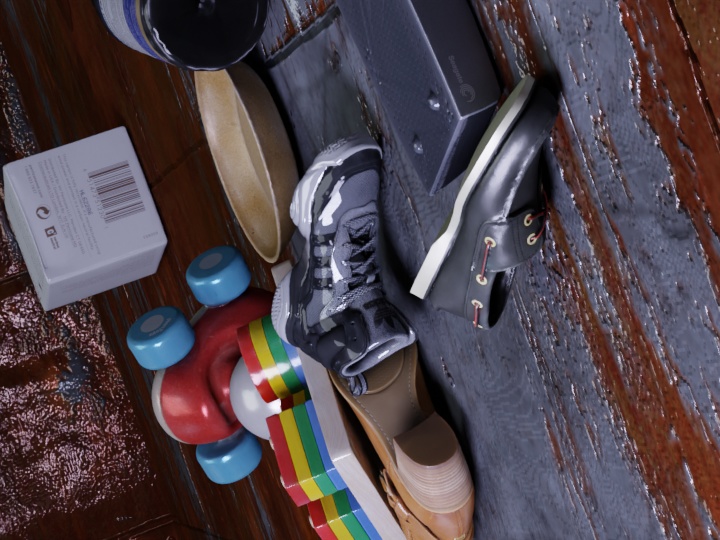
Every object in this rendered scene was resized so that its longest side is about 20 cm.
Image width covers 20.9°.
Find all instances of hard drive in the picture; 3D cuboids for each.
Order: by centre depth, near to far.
[{"bbox_3d":[0.027,-0.161,1.231,0.135,0.042,0.201,109,139,-68],"label":"hard drive"}]

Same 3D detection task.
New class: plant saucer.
[{"bbox_3d":[-0.095,-0.107,1.736,0.200,0.035,0.201,161,90,-75],"label":"plant saucer"}]

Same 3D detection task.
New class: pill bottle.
[{"bbox_3d":[-0.163,-0.236,1.663,0.200,0.111,0.112,29,137,62],"label":"pill bottle"}]

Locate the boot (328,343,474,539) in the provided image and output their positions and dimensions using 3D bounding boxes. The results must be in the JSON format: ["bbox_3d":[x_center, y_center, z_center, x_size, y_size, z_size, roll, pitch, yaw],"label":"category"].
[{"bbox_3d":[0.031,0.140,1.564,0.155,0.073,0.200,78,168,-47],"label":"boot"}]

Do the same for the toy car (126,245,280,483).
[{"bbox_3d":[-0.082,0.097,1.841,0.199,0.177,0.185,6,133,42],"label":"toy car"}]

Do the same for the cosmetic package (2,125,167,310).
[{"bbox_3d":[-0.361,-0.065,2.539,0.200,0.166,0.168,129,119,-75],"label":"cosmetic package"}]

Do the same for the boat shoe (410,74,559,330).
[{"bbox_3d":[0.085,-0.039,1.154,0.063,0.074,0.202,28,143,6],"label":"boat shoe"}]

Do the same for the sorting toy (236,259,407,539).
[{"bbox_3d":[-0.035,0.129,1.630,0.200,0.069,0.199,61,-172,-54],"label":"sorting toy"}]

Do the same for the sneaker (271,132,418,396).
[{"bbox_3d":[0.000,0.000,1.468,0.114,0.075,0.201,45,135,34],"label":"sneaker"}]
